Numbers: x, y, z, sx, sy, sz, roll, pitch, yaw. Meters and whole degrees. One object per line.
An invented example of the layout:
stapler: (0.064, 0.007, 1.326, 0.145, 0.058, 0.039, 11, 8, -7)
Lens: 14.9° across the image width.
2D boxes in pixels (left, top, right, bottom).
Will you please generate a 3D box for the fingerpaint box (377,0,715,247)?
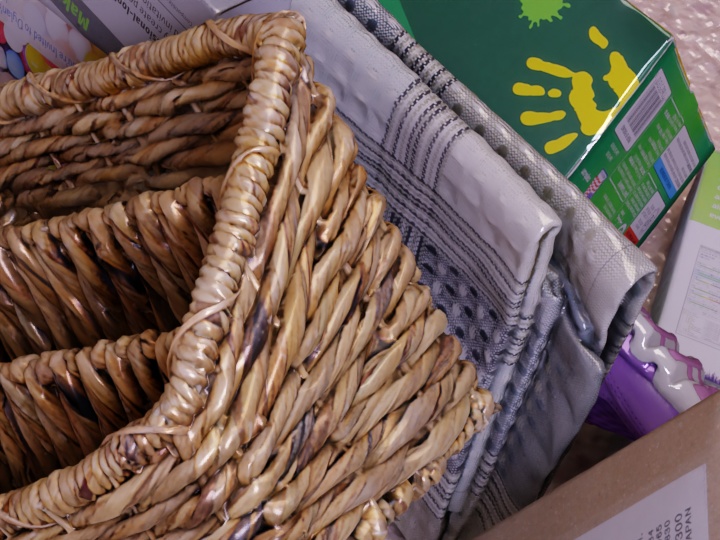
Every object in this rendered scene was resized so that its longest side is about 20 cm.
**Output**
fingerpaint box: (0.039, -0.084, 1.019, 0.167, 0.200, 0.073, 38, 91, 13)

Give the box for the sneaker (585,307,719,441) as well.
sneaker: (0.043, 0.021, 1.005, 0.200, 0.080, 0.089, 37, 90, 22)

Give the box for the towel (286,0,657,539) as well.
towel: (0.000, 0.000, 0.935, 0.034, 0.193, 0.200, -30, 64, -36)

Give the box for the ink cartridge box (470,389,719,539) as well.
ink cartridge box: (0.092, 0.158, 0.821, 0.075, 0.165, 0.201, 17, 58, -27)

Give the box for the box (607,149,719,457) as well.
box: (0.175, 0.055, 1.056, 0.144, 0.036, 0.201, 23, 49, 0)

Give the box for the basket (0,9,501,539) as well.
basket: (-0.087, 0.027, 0.851, 0.143, 0.199, 0.150, -42, 113, -37)

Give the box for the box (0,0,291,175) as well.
box: (-0.100, -0.077, 0.957, 0.041, 0.200, 0.156, -28, 64, -31)
